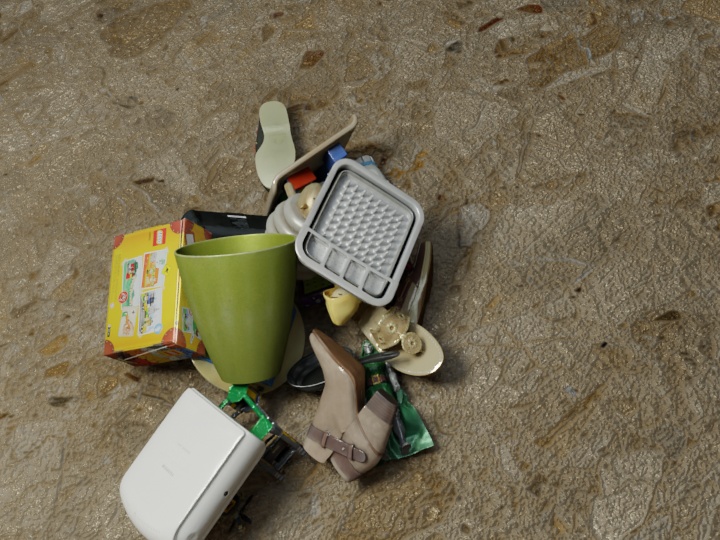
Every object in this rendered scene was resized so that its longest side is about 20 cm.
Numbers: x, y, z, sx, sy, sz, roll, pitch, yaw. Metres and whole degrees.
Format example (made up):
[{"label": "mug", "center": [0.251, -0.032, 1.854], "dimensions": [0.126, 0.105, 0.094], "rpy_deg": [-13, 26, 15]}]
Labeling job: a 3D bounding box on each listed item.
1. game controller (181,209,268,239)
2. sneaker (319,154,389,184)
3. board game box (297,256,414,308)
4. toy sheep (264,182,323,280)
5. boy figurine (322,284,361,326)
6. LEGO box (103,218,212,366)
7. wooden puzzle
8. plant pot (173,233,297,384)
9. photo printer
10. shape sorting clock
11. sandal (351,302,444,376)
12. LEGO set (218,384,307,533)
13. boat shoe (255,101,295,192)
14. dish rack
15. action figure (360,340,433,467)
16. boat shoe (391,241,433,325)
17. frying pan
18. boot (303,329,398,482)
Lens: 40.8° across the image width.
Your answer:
[{"label": "game controller", "center": [-0.204, -0.065, 1.646], "dimensions": [0.197, 0.043, 0.104], "rpy_deg": [4, 25, -27]}, {"label": "sneaker", "center": [-0.030, -0.120, 1.703], "dimensions": [0.199, 0.075, 0.087], "rpy_deg": [-38, 66, -17]}, {"label": "board game box", "center": [-0.012, -0.017, 1.620], "dimensions": [0.197, 0.032, 0.121], "rpy_deg": [-19, 47, 10]}, {"label": "toy sheep", "center": [-0.095, -0.055, 1.566], "dimensions": [0.136, 0.202, 0.139], "rpy_deg": [13, 39, -10]}, {"label": "boy figurine", "center": [0.000, 0.000, 1.532], "dimensions": [0.123, 0.065, 0.201], "rpy_deg": [15, 53, 36]}, {"label": "LEGO box", "center": [-0.317, 0.036, 1.521], "dimensions": [0.147, 0.077, 0.204], "rpy_deg": [-10, 68, 28]}, {"label": "wooden puzzle", "center": [-0.083, -0.169, 1.686], "dimensions": [0.199, 0.185, 0.046], "rpy_deg": [-41, 87, -17]}, {"label": "plant pot", "center": [-0.175, 0.060, 1.456], "dimensions": [0.183, 0.187, 0.204], "rpy_deg": [-6, 101, 1]}, {"label": "photo printer", "center": [-0.245, 0.286, 1.364], "dimensions": [0.165, 0.069, 0.201], "rpy_deg": [27, 77, 43]}, {"label": "shape sorting clock", "center": [-0.185, 0.103, 1.560], "dimensions": [0.196, 0.039, 0.203], "rpy_deg": [6, 66, -13]}, {"label": "sandal", "center": [0.036, 0.087, 1.499], "dimensions": [0.078, 0.070, 0.211], "rpy_deg": [-50, 54, -1]}, {"label": "LEGO set", "center": [-0.176, 0.280, 1.454], "dimensions": [0.153, 0.116, 0.201], "rpy_deg": [26, 75, 43]}, {"label": "boat shoe", "center": [-0.158, -0.219, 1.788], "dimensions": [0.072, 0.064, 0.204], "rpy_deg": [-1, 54, -6]}, {"label": "dish rack", "center": [-0.004, -0.054, 1.474], "dimensions": [0.170, 0.044, 0.202], "rpy_deg": [30, 61, -10]}, {"label": "action figure", "center": [0.030, 0.195, 1.500], "dimensions": [0.116, 0.055, 0.202], "rpy_deg": [-15, 53, -2]}, {"label": "boat shoe", "center": [0.074, 0.038, 1.586], "dimensions": [0.071, 0.072, 0.203], "rpy_deg": [9, 65, 12]}, {"label": "frying pan", "center": [-0.026, 0.144, 1.519], "dimensions": [0.187, 0.031, 0.115], "rpy_deg": [-18, 21, 6]}, {"label": "boot", "center": [-0.039, 0.206, 1.430], "dimensions": [0.200, 0.070, 0.147], "rpy_deg": [43, 106, 24]}]
